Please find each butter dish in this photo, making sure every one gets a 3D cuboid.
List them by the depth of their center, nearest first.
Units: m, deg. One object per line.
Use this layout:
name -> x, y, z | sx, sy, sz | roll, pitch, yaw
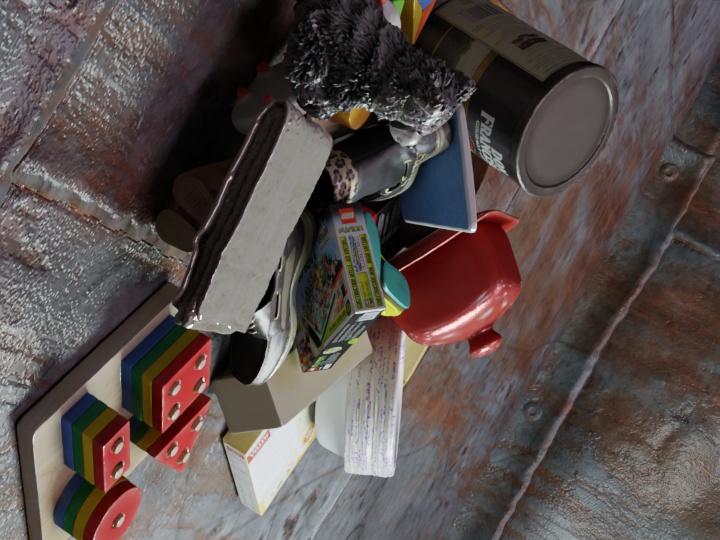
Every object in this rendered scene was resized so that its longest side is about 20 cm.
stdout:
butter dish -> 0.118, 0.032, 1.579 | 0.199, 0.149, 0.199 | -31, 170, 13

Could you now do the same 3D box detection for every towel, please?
towel -> -0.090, -0.040, 1.116 | 0.202, 0.034, 0.132 | -64, 164, 1

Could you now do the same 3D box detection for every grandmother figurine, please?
grandmother figurine -> -0.097, -0.084, 1.182 | 0.121, 0.061, 0.200 | -39, 180, 33

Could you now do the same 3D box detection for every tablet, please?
tablet -> 0.076, -0.111, 1.405 | 0.200, 0.013, 0.132 | -164, -114, -70

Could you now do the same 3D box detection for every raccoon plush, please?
raccoon plush -> 0.008, -0.190, 1.045 | 0.097, 0.133, 0.202 | -53, 135, -38

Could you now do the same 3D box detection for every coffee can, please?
coffee can -> 0.153, -0.189, 1.407 | 0.145, 0.200, 0.148 | -25, 135, -28

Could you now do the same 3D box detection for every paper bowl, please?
paper bowl -> 0.000, 0.153, 1.672 | 0.201, 0.103, 0.204 | 5, 90, -85

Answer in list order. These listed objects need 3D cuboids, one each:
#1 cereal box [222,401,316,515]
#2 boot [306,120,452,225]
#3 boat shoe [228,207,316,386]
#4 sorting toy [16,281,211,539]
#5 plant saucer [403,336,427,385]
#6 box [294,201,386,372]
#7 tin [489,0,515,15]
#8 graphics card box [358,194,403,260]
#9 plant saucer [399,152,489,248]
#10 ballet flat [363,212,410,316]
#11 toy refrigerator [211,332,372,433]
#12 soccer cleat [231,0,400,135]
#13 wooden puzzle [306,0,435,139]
cereal box -> -0.104, 0.199, 1.627 | 0.144, 0.039, 0.201 | -53, 161, -25
boot -> -0.005, -0.099, 1.368 | 0.150, 0.074, 0.200 | -29, 180, -27
boat shoe -> -0.105, 0.024, 1.320 | 0.073, 0.074, 0.203 | -16, 125, -52
sorting toy -> -0.209, 0.149, 1.201 | 0.200, 0.069, 0.200 | -47, 158, -38
plant saucer -> 0.074, 0.057, 1.893 | 0.202, 0.048, 0.200 | -60, 163, -4
box -> -0.031, 0.022, 1.344 | 0.034, 0.112, 0.200 | -8, 162, -20
tin -> 0.133, -0.268, 1.567 | 0.113, 0.042, 0.200 | -59, 163, 10
graphics card box -> 0.030, -0.068, 1.568 | 0.200, 0.050, 0.127 | -43, 155, -42
plant saucer -> 0.112, -0.110, 1.596 | 0.201, 0.036, 0.201 | -55, 164, -24
ballet flat -> 0.000, 0.000, 1.420 | 0.200, 0.066, 0.068 | 57, 30, -61
toy refrigerator -> -0.073, 0.102, 1.474 | 0.200, 0.075, 0.071 | -35, 110, -53
soccer cleat -> -0.030, -0.167, 1.168 | 0.200, 0.069, 0.078 | -43, 132, -28
wooden puzzle -> 0.017, -0.212, 1.310 | 0.185, 0.046, 0.202 | -30, 146, -59
